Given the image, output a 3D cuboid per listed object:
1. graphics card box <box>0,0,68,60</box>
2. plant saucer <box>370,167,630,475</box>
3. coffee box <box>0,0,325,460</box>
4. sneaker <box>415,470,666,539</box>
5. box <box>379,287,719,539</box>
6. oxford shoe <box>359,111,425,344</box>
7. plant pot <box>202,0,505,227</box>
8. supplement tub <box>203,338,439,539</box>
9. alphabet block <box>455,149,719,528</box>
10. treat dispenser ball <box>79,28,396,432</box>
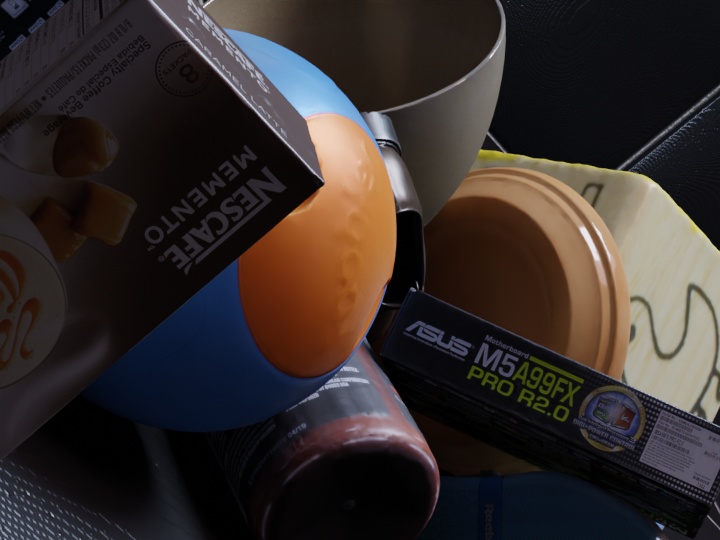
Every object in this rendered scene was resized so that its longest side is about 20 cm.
[{"bbox_3d":[-0.202,-0.161,1.310,0.200,0.125,0.051,43,11,-31],"label":"graphics card box"},{"bbox_3d":[0.078,0.033,1.424,0.037,0.200,0.200,7,42,-51],"label":"plant saucer"},{"bbox_3d":[-0.127,-0.024,0.944,0.114,0.200,0.080,47,11,-22],"label":"coffee box"},{"bbox_3d":[0.100,0.153,1.309,0.200,0.080,0.131,8,-2,27],"label":"sneaker"},{"bbox_3d":[0.113,0.084,1.284,0.200,0.044,0.160,24,-9,11],"label":"box"},{"bbox_3d":[0.000,0.000,1.310,0.200,0.073,0.085,89,-20,-60],"label":"oxford shoe"},{"bbox_3d":[-0.006,-0.091,1.400,0.200,0.200,0.135,-115,-165,-54],"label":"plant pot"},{"bbox_3d":[-0.037,0.071,1.248,0.107,0.107,0.200,42,12,-40],"label":"supplement tub"},{"bbox_3d":[0.138,0.050,1.623,0.196,0.200,0.195,13,-19,42],"label":"alphabet block"},{"bbox_3d":[-0.082,-0.020,1.121,0.201,0.201,0.201,48,11,-12],"label":"treat dispenser ball"}]
